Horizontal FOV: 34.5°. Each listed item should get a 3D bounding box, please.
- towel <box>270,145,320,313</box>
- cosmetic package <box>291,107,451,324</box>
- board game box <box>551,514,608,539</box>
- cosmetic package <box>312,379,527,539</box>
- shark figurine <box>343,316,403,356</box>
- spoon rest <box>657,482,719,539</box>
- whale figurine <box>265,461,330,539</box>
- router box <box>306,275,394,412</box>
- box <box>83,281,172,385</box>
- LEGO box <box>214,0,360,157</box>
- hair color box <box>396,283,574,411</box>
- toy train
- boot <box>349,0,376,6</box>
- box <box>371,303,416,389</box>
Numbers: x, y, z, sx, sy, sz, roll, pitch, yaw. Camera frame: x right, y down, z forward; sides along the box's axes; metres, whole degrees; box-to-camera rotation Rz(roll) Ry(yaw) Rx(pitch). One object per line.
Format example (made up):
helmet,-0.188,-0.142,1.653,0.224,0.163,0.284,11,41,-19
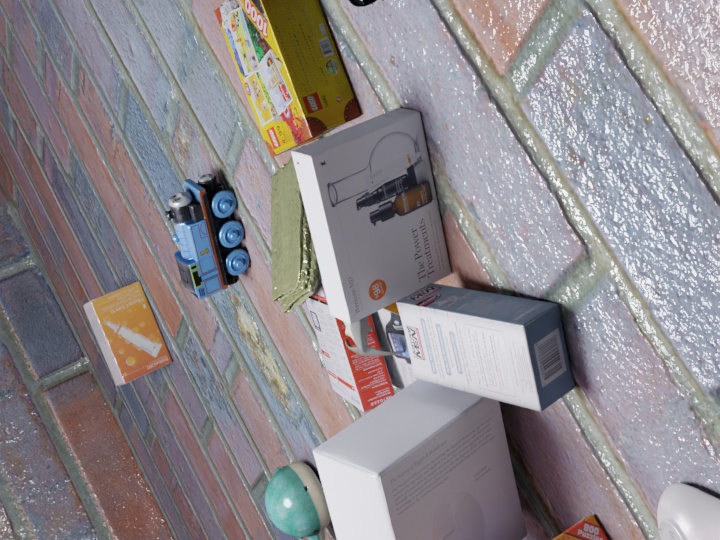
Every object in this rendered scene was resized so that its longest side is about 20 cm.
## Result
towel,-0.086,-0.052,1.553,0.148,0.036,0.204,151,119,-66
cosmetic package,0.016,-0.063,1.312,0.051,0.149,0.203,23,132,56
board game box,0.204,0.433,1.297,0.201,0.198,0.201,58,154,18
cosmetic package,0.072,0.258,1.345,0.122,0.198,0.203,12,122,47
shark figurine,0.005,0.021,1.392,0.128,0.088,0.218,-96,-9,-76
spoon rest,0.333,0.250,1.064,0.200,0.060,0.101,174,75,-79
whale figurine,-0.124,0.430,2.083,0.160,0.103,0.201,58,154,18
router box,-0.023,0.085,1.580,0.200,0.048,0.182,-165,57,-76
box,-0.530,0.144,2.644,0.097,0.123,0.203,-17,96,65
LEGO box,-0.093,-0.260,1.451,0.148,0.076,0.203,-11,101,65
hair color box,0.133,0.080,1.267,0.198,0.060,0.101,9,119,50
toy train,-0.256,-0.056,1.918,0.086,0.113,0.203,30,138,51
boot,-0.024,-0.391,1.191,0.169,0.076,0.202,55,160,33
box,0.079,0.105,1.465,0.199,0.041,0.121,19,128,56
